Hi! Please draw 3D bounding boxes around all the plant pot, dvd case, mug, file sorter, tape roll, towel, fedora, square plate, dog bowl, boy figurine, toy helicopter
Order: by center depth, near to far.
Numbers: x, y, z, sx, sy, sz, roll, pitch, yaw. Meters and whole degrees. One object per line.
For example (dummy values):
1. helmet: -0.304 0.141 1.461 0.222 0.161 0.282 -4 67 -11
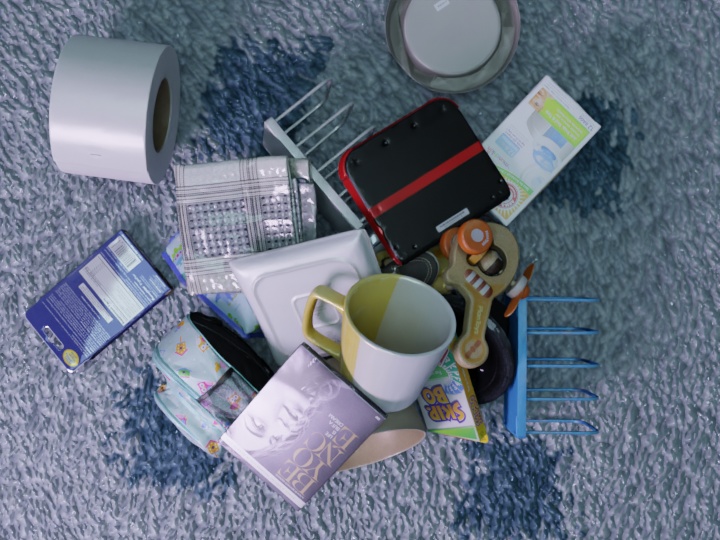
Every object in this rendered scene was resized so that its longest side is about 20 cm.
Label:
1. dvd case: -0.080 0.212 1.519 0.149 0.016 0.200 41 114 0
2. mug: 0.028 0.097 1.523 0.149 0.154 0.187 -17 51 -31
3. toy helicopter: 0.169 0.035 1.524 0.132 0.079 0.201 15 77 -17
4. square plate: -0.058 0.048 1.573 0.199 0.028 0.199 -13 123 14
5. towel: -0.156 -0.060 1.576 0.199 0.035 0.193 -3 99 7
6. tape roll: -0.350 -0.232 1.636 0.139 0.203 0.204 8 90 3
7. plant pot: -0.018 0.200 1.637 0.199 0.200 0.135 -16 69 3
8. boy figurine: 0.112 -0.017 1.638 0.199 0.065 0.125 -9 48 14
9. file sorter: 0.275 0.132 1.639 0.122 0.139 0.201 0 90 -1
10. fedora: 0.155 0.096 1.640 0.201 0.201 0.092 45 50 2
11. file sorter: -0.031 -0.160 1.648 0.124 0.139 0.200 -41 88 -10
12. dog bowl: 0.135 -0.358 1.684 0.199 0.059 0.201 0 89 2

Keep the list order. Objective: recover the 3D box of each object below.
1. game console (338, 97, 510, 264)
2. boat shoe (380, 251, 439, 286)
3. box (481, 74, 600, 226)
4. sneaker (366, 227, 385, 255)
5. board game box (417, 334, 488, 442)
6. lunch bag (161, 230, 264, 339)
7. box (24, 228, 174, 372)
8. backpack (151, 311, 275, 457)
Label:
1. game console: 0.087 -0.129 1.581 0.200 0.031 0.177 -32 91 -12
2. boat shoe: 0.024 0.039 1.601 0.200 0.057 0.067 -30 93 29
3. box: 0.237 -0.168 1.657 0.112 0.101 0.200 44 92 3
4. sneaker: 0.000 0.000 1.691 0.071 0.073 0.200 44 101 -7
5. board game box: 0.119 0.168 1.637 0.095 0.030 0.201 5 126 41
6. lunch bag: -0.174 -0.024 1.671 0.200 0.127 0.170 42 97 14
7. box: -0.397 0.047 1.721 0.200 0.032 0.121 -40 88 1
8. backpack: -0.212 0.161 1.640 0.153 0.176 0.200 -38 93 3
